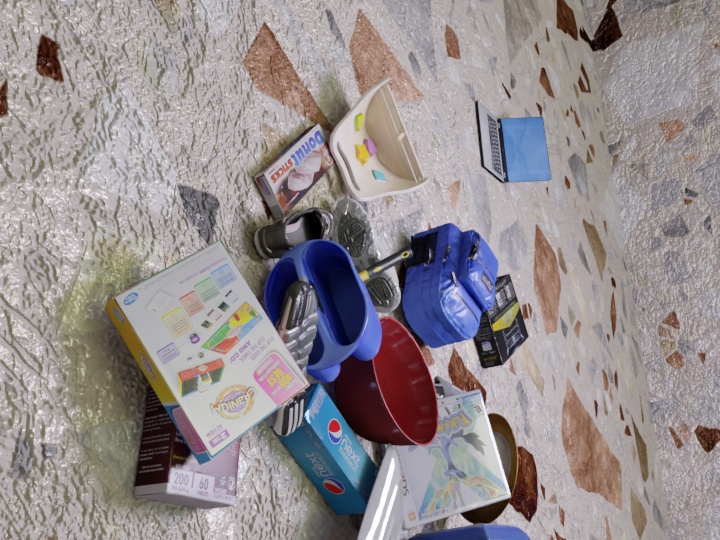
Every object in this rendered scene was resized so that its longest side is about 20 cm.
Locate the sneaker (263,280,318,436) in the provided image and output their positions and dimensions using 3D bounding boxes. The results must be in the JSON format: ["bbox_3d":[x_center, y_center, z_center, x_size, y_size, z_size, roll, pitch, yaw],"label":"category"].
[{"bbox_3d":[-0.122,0.102,0.962,0.075,0.113,0.205,-17,119,-60],"label":"sneaker"}]

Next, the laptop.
[{"bbox_3d":[0.402,-0.340,1.982,0.198,0.114,0.192,23,58,-52],"label":"laptop"}]

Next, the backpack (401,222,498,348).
[{"bbox_3d":[0.165,0.030,1.416,0.162,0.165,0.203,44,47,-30],"label":"backpack"}]

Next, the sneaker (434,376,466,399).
[{"bbox_3d":[0.110,0.276,1.322,0.115,0.075,0.202,36,60,-8],"label":"sneaker"}]

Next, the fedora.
[{"bbox_3d":[0.200,0.349,1.350,0.080,0.200,0.205,16,60,-22],"label":"fedora"}]

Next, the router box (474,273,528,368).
[{"bbox_3d":[0.311,0.111,1.716,0.199,0.051,0.161,-25,99,-58],"label":"router box"}]

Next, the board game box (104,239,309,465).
[{"bbox_3d":[-0.169,0.087,0.851,0.152,0.040,0.203,-31,88,-37],"label":"board game box"}]

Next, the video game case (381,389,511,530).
[{"bbox_3d":[0.137,0.309,1.253,0.195,0.022,0.187,-10,73,-19],"label":"video game case"}]

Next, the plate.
[{"bbox_3d":[0.029,0.392,1.094,0.202,0.031,0.203,-65,159,-46],"label":"plate"}]

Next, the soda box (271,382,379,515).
[{"bbox_3d":[-0.046,0.257,1.077,0.202,0.067,0.065,59,35,-25],"label":"soda box"}]

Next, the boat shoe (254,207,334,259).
[{"bbox_3d":[-0.083,-0.059,1.154,0.199,0.056,0.068,-25,99,-58],"label":"boat shoe"}]

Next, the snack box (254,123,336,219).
[{"bbox_3d":[-0.100,-0.161,1.198,0.073,0.024,0.201,63,34,-21],"label":"snack box"}]

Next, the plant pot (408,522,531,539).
[{"bbox_3d":[0.183,0.515,1.225,0.198,0.197,0.184,26,51,-49],"label":"plant pot"}]

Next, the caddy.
[{"bbox_3d":[-0.055,0.053,1.043,0.105,0.139,0.203,54,10,-54],"label":"caddy"}]

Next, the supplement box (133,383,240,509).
[{"bbox_3d":[-0.193,0.166,0.887,0.108,0.060,0.205,30,53,-47],"label":"supplement box"}]

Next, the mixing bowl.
[{"bbox_3d":[0.029,0.187,1.171,0.200,0.107,0.203,44,32,-37],"label":"mixing bowl"}]

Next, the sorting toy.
[{"bbox_3d":[0.013,-0.209,1.330,0.180,0.105,0.204,-42,113,-51],"label":"sorting toy"}]

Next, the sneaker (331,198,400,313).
[{"bbox_3d":[0.009,-0.030,1.291,0.099,0.076,0.204,-57,126,-73],"label":"sneaker"}]

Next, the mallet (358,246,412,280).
[{"bbox_3d":[0.000,0.000,1.205,0.198,0.041,0.067,-36,105,-26],"label":"mallet"}]
